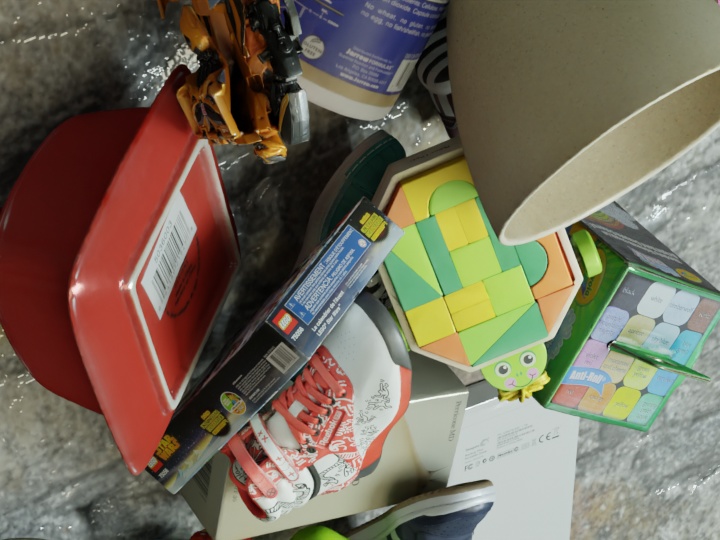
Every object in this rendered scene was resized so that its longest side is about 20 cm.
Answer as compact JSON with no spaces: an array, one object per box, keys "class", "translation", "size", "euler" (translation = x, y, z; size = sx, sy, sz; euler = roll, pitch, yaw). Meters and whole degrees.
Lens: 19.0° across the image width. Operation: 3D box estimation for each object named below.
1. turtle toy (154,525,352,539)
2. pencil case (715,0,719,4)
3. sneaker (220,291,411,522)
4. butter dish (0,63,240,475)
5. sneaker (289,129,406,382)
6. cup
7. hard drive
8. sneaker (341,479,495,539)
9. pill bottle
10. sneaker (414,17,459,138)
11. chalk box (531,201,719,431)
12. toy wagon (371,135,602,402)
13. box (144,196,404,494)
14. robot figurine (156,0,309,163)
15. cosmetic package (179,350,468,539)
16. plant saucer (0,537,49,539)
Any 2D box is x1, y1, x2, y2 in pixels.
[{"class":"turtle toy","translation":[-0.088,0.242,1.595],"size":[0.199,0.146,0.102],"euler":[-1,99,-26]},{"class":"pencil case","translation":[0.280,-0.158,1.585],"size":[0.199,0.094,0.091],"euler":[19,109,-42]},{"class":"sneaker","translation":[-0.033,0.100,1.438],"size":[0.107,0.067,0.202],"euler":[-24,154,-23]},{"class":"butter dish","translation":[-0.174,-0.008,1.355],"size":[0.200,0.147,0.201],"euler":[79,27,-49]},{"class":"sneaker","translation":[0.000,0.000,1.502],"size":[0.071,0.080,0.201],"euler":[-30,148,-57]},{"class":"cup","translation":[0.132,-0.130,1.337],"size":[0.200,0.144,0.200],"euler":[-31,168,-7]},{"class":"hard drive","translation":[0.117,0.169,1.756],"size":[0.131,0.027,0.201],"euler":[-18,129,-24]},{"class":"sneaker","translation":[0.048,0.232,1.630],"size":[0.070,0.109,0.200],"euler":[-6,162,-37]},{"class":"pill bottle","translation":[0.010,-0.207,1.345],"size":[0.119,0.120,0.201],"euler":[14,112,-40]},{"class":"sneaker","translation":[0.136,-0.152,1.515],"size":[0.199,0.076,0.116],"euler":[-24,138,-5]},{"class":"chalk box","translation":[0.172,0.033,1.572],"size":[0.124,0.200,0.124],"euler":[17,110,-41]},{"class":"toy wagon","translation":[0.085,0.006,1.456],"size":[0.154,0.040,0.201],"euler":[-22,112,1]},{"class":"box","translation":[-0.061,0.051,1.412],"size":[0.200,0.040,0.137],"euler":[-46,-175,46]},{"class":"robot figurine","translation":[-0.085,-0.158,1.272],"size":[0.058,0.145,0.201],"euler":[-18,99,-20]},{"class":"cosmetic package","translation":[-0.028,0.125,1.592],"size":[0.199,0.073,0.104],"euler":[-9,127,-28]},{"class":"plant saucer","translation":[-0.231,0.285,1.533],"size":[0.200,0.200,0.050],"euler":[-51,178,8]}]
